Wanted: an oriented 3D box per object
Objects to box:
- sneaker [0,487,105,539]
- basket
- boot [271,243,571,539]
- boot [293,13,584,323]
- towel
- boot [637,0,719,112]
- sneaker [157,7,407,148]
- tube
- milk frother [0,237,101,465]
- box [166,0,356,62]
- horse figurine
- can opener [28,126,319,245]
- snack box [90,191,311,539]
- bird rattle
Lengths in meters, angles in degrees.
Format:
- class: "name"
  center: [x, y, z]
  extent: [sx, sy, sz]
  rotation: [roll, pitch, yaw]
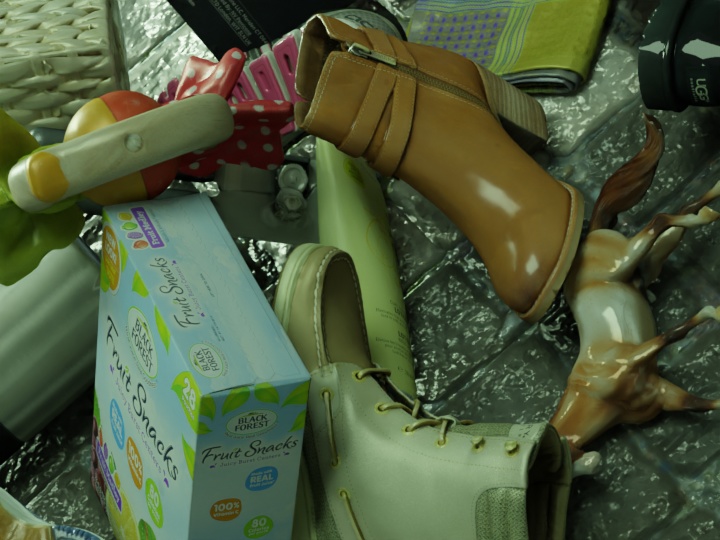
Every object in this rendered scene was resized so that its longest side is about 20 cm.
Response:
- class: "sneaker"
  center: [-0.168, 0.168, 1.485]
  extent: [0.200, 0.088, 0.075]
  rotation: [35, 86, 18]
- class: "basket"
  center: [-0.245, -0.111, 1.730]
  extent: [0.199, 0.136, 0.124]
  rotation: [-8, 38, -4]
- class: "boot"
  center: [0.033, 0.081, 1.443]
  extent: [0.154, 0.072, 0.201]
  rotation: [-5, 89, 31]
- class: "boot"
  center: [0.041, -0.064, 1.533]
  extent: [0.077, 0.155, 0.201]
  rotation: [-50, 29, 35]
- class: "towel"
  center: [0.098, -0.187, 1.703]
  extent: [0.143, 0.023, 0.201]
  rotation: [-1, 56, 33]
- class: "boot"
  center: [0.262, -0.153, 1.535]
  extent: [0.167, 0.077, 0.201]
  rotation: [6, 45, 23]
- class: "sneaker"
  center: [-0.044, -0.113, 1.701]
  extent: [0.199, 0.074, 0.087]
  rotation: [-23, 2, 44]
- class: "tube"
  center: [0.000, 0.000, 1.583]
  extent: [0.052, 0.058, 0.201]
  rotation: [5, 51, -14]
- class: "milk frother"
  center: [-0.261, 0.016, 1.648]
  extent: [0.188, 0.200, 0.180]
  rotation: [-42, 40, -4]
- class: "box"
  center: [-0.050, -0.261, 1.774]
  extent: [0.198, 0.123, 0.200]
  rotation: [-34, 39, 10]
- class: "horse figurine"
  center: [0.150, 0.019, 1.475]
  extent: [0.132, 0.050, 0.201]
  rotation: [-26, 51, 37]
- class: "can opener"
  center: [-0.107, -0.049, 1.632]
  extent: [0.066, 0.199, 0.053]
  rotation: [178, 98, -70]
- class: "snack box"
  center: [-0.091, 0.087, 1.479]
  extent: [0.067, 0.201, 0.169]
  rotation: [-8, 39, -21]
- class: "bird rattle"
  center: [-0.127, -0.061, 1.518]
  extent: [0.199, 0.113, 0.163]
  rotation: [-12, 3, -11]
